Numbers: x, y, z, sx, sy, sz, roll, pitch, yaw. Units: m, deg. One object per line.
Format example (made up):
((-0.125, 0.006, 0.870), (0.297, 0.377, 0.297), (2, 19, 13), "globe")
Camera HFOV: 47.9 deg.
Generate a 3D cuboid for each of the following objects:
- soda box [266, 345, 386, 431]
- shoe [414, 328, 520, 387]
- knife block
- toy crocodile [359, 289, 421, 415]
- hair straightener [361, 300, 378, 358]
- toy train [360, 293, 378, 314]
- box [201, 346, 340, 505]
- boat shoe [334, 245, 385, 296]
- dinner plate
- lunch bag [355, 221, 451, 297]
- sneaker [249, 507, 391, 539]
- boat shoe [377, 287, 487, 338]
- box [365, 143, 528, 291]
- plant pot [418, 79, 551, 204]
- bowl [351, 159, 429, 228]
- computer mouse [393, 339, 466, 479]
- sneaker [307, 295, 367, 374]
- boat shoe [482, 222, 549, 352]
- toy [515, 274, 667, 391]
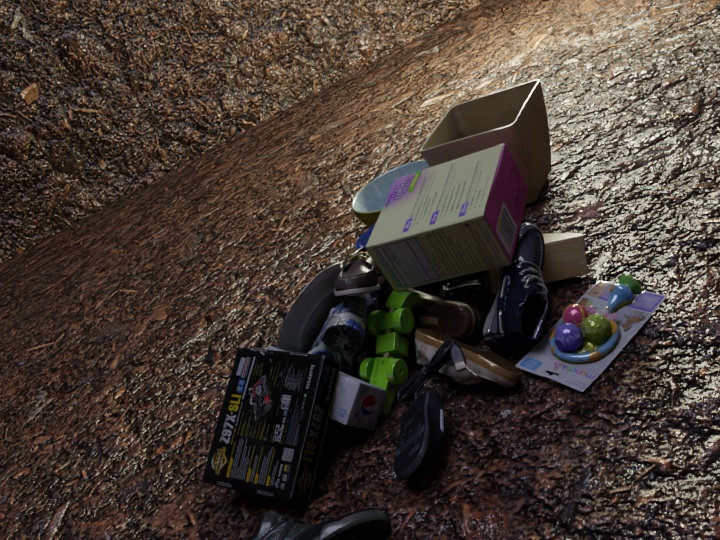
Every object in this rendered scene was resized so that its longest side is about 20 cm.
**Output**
((-0.062, 0.172, 1.199), (0.199, 0.068, 0.064), (16, 85, 42), "soda box")
((0.147, 0.134, 1.155), (0.200, 0.070, 0.054), (20, 96, 53), "shoe")
((0.225, -0.003, 1.257), (0.199, 0.064, 0.175), (1, 19, 46), "knife block")
((0.047, 0.119, 1.217), (0.067, 0.062, 0.201), (-9, 61, 40), "toy crocodile")
((0.019, 0.114, 1.334), (0.077, 0.041, 0.200), (-16, 30, -6), "hair straightener")
((-0.042, 0.094, 1.447), (0.199, 0.034, 0.046), (-29, 35, -4), "toy train")
((-0.125, 0.212, 1.137), (0.159, 0.049, 0.201), (0, 69, 33), "box")
((0.000, 0.000, 1.248), (0.071, 0.060, 0.200), (-3, 7, 11), "boat shoe")
((-0.060, 0.079, 1.333), (0.024, 0.201, 0.200), (33, 59, 28), "dinner plate")
((0.085, -0.037, 1.409), (0.136, 0.133, 0.200), (22, 53, 37), "lunch bag")
((-0.062, 0.320, 0.973), (0.199, 0.076, 0.114), (-32, 30, 5), "sneaker")
((0.115, 0.070, 1.291), (0.075, 0.075, 0.202), (-3, 13, -41), "boat shoe")
((0.134, -0.078, 1.226), (0.199, 0.097, 0.176), (-14, 36, 32), "box")
((0.262, -0.224, 1.568), (0.199, 0.178, 0.200), (-10, 29, 35), "plant pot")
((0.093, -0.128, 1.643), (0.199, 0.108, 0.200), (-23, 25, 12), "bowl")
((0.102, 0.182, 1.062), (0.141, 0.046, 0.200), (-51, 14, 25), "computer mouse")
((-0.030, 0.103, 1.275), (0.200, 0.077, 0.085), (126, 166, -55), "sneaker")
((0.241, 0.019, 1.158), (0.093, 0.074, 0.201), (-24, 48, 66), "boat shoe")
((0.310, 0.070, 1.101), (0.200, 0.047, 0.115), (-37, 30, -25), "toy")
